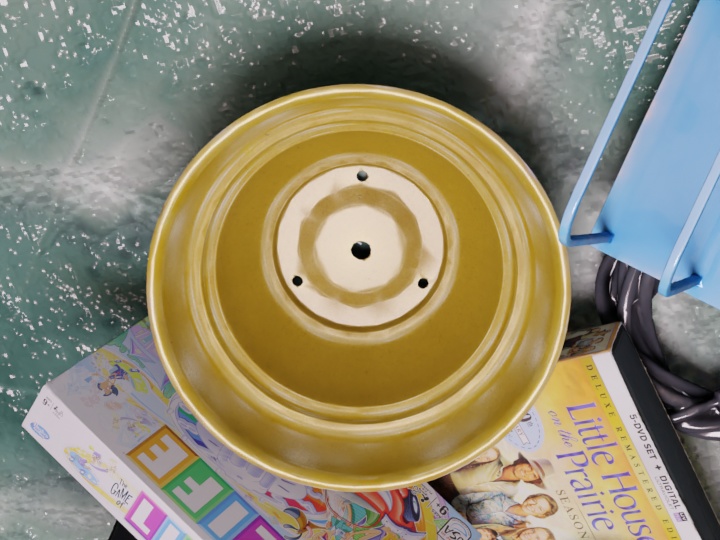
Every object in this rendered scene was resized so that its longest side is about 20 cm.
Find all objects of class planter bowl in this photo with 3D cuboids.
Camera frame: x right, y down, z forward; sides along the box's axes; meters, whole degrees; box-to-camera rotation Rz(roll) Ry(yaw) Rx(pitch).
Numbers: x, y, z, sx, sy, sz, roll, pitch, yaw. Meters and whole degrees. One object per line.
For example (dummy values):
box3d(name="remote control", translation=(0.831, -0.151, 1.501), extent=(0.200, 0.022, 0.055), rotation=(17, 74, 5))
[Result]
box3d(name="planter bowl", translation=(0.000, 0.000, 0.810), extent=(0.199, 0.083, 0.201), rotation=(0, 108, 1))

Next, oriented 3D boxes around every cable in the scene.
box3d(name="cable", translation=(0.213, 0.016, 0.823), extent=(0.200, 0.051, 0.163), rotation=(-36, 113, 21))

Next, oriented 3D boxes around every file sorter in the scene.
box3d(name="file sorter", translation=(0.202, -0.028, 0.696), extent=(0.199, 0.123, 0.139), rotation=(27, 102, 17))

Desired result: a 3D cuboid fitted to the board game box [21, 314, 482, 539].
box3d(name="board game box", translation=(-0.050, 0.105, 0.819), extent=(0.200, 0.134, 0.034), rotation=(42, 129, 8))

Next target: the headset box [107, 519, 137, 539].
box3d(name="headset box", translation=(-0.088, 0.204, 0.891), extent=(0.092, 0.174, 0.201), rotation=(8, 120, 3))

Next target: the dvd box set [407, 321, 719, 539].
box3d(name="dvd box set", translation=(0.074, 0.111, 0.873), extent=(0.199, 0.029, 0.147), rotation=(-14, 117, 31))
